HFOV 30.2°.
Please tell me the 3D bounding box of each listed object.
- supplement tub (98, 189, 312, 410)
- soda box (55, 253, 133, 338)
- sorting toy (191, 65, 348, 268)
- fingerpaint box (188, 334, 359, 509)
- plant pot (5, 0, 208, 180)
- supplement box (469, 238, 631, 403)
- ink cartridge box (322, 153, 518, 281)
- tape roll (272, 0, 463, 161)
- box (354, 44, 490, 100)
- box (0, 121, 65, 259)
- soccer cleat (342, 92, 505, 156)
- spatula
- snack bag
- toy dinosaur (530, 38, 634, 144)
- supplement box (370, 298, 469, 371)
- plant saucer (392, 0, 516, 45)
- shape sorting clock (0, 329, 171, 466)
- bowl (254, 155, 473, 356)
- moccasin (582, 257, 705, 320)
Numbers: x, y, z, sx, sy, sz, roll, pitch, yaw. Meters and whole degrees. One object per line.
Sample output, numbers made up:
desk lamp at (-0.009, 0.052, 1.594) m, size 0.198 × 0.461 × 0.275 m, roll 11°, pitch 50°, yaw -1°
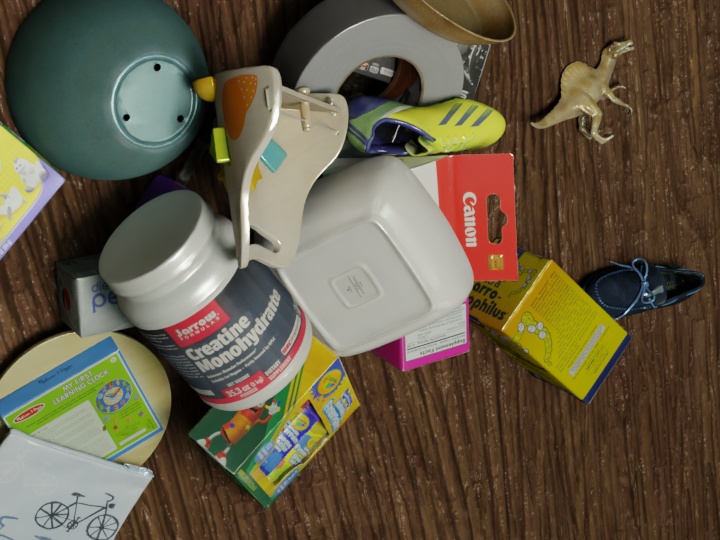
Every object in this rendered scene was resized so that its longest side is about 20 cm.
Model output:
supplement tub at (-0.152, 0.032, 1.333) m, size 0.140 × 0.140 × 0.200 m, roll -46°, pitch 126°, yaw -12°
soda box at (-0.216, 0.013, 1.412) m, size 0.200 × 0.063 × 0.068 m, roll -12°, pitch 112°, yaw -30°
sorting toy at (-0.092, -0.091, 1.279) m, size 0.200 × 0.107 × 0.180 m, roll 2°, pitch 88°, yaw -72°
fingerpaint box at (-0.089, 0.165, 1.481) m, size 0.167 × 0.073 × 0.200 m, roll -48°, pitch 161°, yaw -12°
plant pot at (-0.226, -0.175, 1.298) m, size 0.200 × 0.135 × 0.200 m, roll -12°, pitch 112°, yaw -31°
supplement box at (0.232, 0.065, 1.702) m, size 0.200 × 0.109 × 0.110 m, roll 40°, pitch 82°, yaw -36°
ink cartridge box at (0.066, -0.044, 1.439) m, size 0.200 × 0.050 × 0.161 m, roll 0°, pitch 121°, yaw 11°
tape roll at (0.007, -0.201, 1.429) m, size 0.200 × 0.066 × 0.200 m, roll -16°, pitch 135°, yaw -17°
box at (0.062, -0.284, 1.506) m, size 0.200 × 0.048 × 0.159 m, roll 13°, pitch 99°, yaw -36°
box at (-0.392, -0.107, 1.265) m, size 0.200 × 0.048 × 0.117 m, roll 42°, pitch 80°, yaw -34°
soccer cleat at (0.072, -0.143, 1.408) m, size 0.200 × 0.084 × 0.065 m, roll 0°, pitch 128°, yaw -29°
spatula at (-0.174, -0.125, 1.418) m, size 0.056 × 0.021 × 0.200 m, roll 30°, pitch 84°, yaw -12°
snack bag at (-0.344, 0.267, 1.420) m, size 0.188 × 0.021 × 0.200 m, roll 25°, pitch 102°, yaw -35°
toy dinosaur at (0.281, -0.210, 1.686) m, size 0.200 × 0.058 × 0.101 m, roll -44°, pitch 110°, yaw -23°
supplement box at (0.059, 0.002, 1.569) m, size 0.103 × 0.101 × 0.200 m, roll -13°, pitch 113°, yaw -29°
plant saucer at (0.075, -0.298, 1.388) m, size 0.200 × 0.200 × 0.035 m, roll 17°, pitch 129°, yaw -37°
shape sorting clock at (-0.299, 0.152, 1.418) m, size 0.200 × 0.039 × 0.200 m, roll -14°, pitch 122°, yaw -23°
bowl at (0.000, 0.000, 1.408) m, size 0.200 × 0.075 × 0.200 m, roll -24°, pitch 116°, yaw 22°
moccasin at (0.385, 0.016, 1.803) m, size 0.200 × 0.068 × 0.081 m, roll -12°, pitch 82°, yaw -38°
